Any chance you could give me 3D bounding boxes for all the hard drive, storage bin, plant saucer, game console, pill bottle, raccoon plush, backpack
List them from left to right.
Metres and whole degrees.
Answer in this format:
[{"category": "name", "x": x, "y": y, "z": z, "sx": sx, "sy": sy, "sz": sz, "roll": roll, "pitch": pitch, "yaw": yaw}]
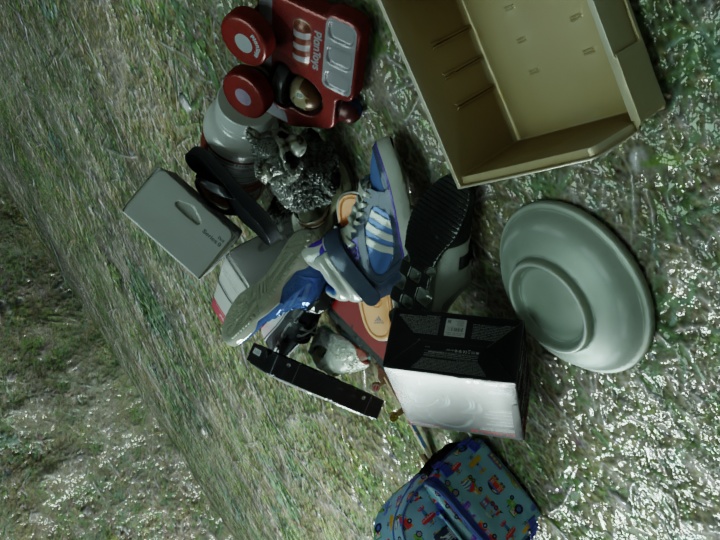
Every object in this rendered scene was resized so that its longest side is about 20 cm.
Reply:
[{"category": "pill bottle", "x": -0.179, "y": -0.187, "z": 1.254, "sx": 0.113, "sy": 0.111, "sz": 0.201, "roll": 51, "pitch": 151, "yaw": 13}, {"category": "raccoon plush", "x": -0.113, "y": -0.107, "z": 1.120, "sx": 0.097, "sy": 0.132, "sz": 0.201, "roll": 55, "pitch": 131, "yaw": 30}, {"category": "hard drive", "x": -0.074, "y": 0.177, "z": 1.363, "sx": 0.198, "sy": 0.038, "sz": 0.139, "roll": 26, "pitch": 174, "yaw": -23}, {"category": "game console", "x": 0.060, "y": 0.093, "z": 1.234, "sx": 0.200, "sy": 0.118, "sz": 0.174, "roll": 43, "pitch": 118, "yaw": 27}, {"category": "backpack", "x": 0.125, "y": 0.358, "z": 1.193, "sx": 0.184, "sy": 0.198, "sz": 0.135, "roll": 53, "pitch": 152, "yaw": 11}, {"category": "storage bin", "x": 0.134, "y": -0.193, "z": 0.739, "sx": 0.198, "sy": 0.093, "sz": 0.203, "roll": -4, "pitch": 114, "yaw": 60}, {"category": "plant saucer", "x": 0.208, "y": 0.028, "z": 0.886, "sx": 0.200, "sy": 0.050, "sz": 0.202, "roll": 41, "pitch": 148, "yaw": 32}]

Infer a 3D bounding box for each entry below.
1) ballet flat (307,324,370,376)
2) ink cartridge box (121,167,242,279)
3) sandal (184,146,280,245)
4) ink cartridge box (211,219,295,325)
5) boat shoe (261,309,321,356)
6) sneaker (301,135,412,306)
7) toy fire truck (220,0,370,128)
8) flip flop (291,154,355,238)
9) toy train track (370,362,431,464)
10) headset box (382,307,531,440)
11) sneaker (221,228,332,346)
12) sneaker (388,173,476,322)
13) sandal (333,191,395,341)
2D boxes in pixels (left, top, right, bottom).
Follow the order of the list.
[{"category": "ballet flat", "x": -0.039, "y": 0.135, "z": 1.346, "sx": 0.073, "sy": 0.071, "sz": 0.200, "roll": 64, "pitch": 167, "yaw": -11}, {"category": "ink cartridge box", "x": -0.254, "y": -0.070, "z": 1.249, "sx": 0.145, "sy": 0.088, "sz": 0.200, "roll": 41, "pitch": 178, "yaw": -7}, {"category": "sandal", "x": -0.187, "y": -0.103, "z": 1.170, "sx": 0.200, "sy": 0.043, "sz": 0.077, "roll": 43, "pitch": 164, "yaw": 30}, {"category": "ink cartridge box", "x": -0.150, "y": 0.016, "z": 1.369, "sx": 0.085, "sy": 0.144, "sz": 0.201, "roll": 53, "pitch": 153, "yaw": 13}, {"category": "boat shoe", "x": -0.097, "y": 0.084, "z": 1.384, "sx": 0.200, "sy": 0.071, "sz": 0.069, "roll": -43, "pitch": 62, "yaw": 43}, {"category": "sneaker", "x": -0.008, "y": -0.053, "z": 1.043, "sx": 0.081, "sy": 0.144, "sz": 0.203, "roll": -92, "pitch": -10, "yaw": -63}, {"category": "toy fire truck", "x": -0.070, "y": -0.249, "z": 1.030, "sx": 0.166, "sy": 0.113, "sz": 0.201, "roll": 29, "pitch": 145, "yaw": 14}, {"category": "flip flop", "x": -0.064, "y": -0.095, "z": 1.209, "sx": 0.082, "sy": 0.057, "sz": 0.200, "roll": 55, "pitch": 151, "yaw": 3}, {"category": "toy train track", "x": 0.062, "y": 0.231, "z": 1.322, "sx": 0.202, "sy": 0.032, "sz": 0.115, "roll": 62, "pitch": 174, "yaw": -21}, {"category": "headset box", "x": 0.118, "y": 0.127, "z": 0.989, "sx": 0.146, "sy": 0.078, "sz": 0.201, "roll": 6, "pitch": 151, "yaw": 16}, {"category": "sneaker", "x": -0.104, "y": 0.047, "z": 1.237, "sx": 0.111, "sy": 0.201, "sz": 0.077, "roll": 41, "pitch": 176, "yaw": -37}, {"category": "sneaker", "x": 0.099, "y": -0.022, "z": 1.006, "sx": 0.074, "sy": 0.087, "sz": 0.203, "roll": 42, "pitch": 124, "yaw": 37}, {"category": "sandal", "x": 0.007, "y": 0.000, "z": 1.135, "sx": 0.078, "sy": 0.059, "sz": 0.211, "roll": -6, "pitch": 102, "yaw": 33}]
